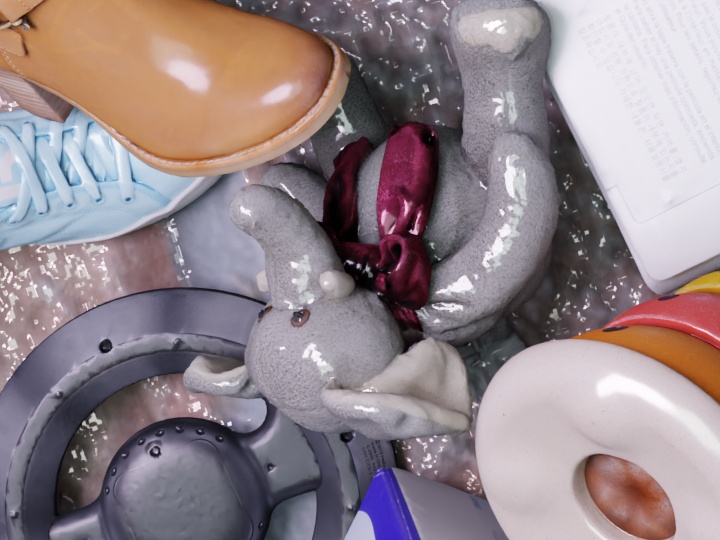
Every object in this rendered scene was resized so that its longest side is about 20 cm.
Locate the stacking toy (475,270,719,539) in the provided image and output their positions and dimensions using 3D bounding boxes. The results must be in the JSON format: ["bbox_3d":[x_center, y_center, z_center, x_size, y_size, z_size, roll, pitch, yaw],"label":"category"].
[{"bbox_3d":[0.154,0.048,1.112,0.146,0.200,0.147,23,135,26],"label":"stacking toy"}]

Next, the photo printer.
[{"bbox_3d":[0.179,-0.105,1.132,0.199,0.069,0.167,-27,92,13],"label":"photo printer"}]

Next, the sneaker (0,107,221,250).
[{"bbox_3d":[-0.155,-0.039,1.202,0.199,0.082,0.074,-16,96,13],"label":"sneaker"}]

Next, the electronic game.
[{"bbox_3d":[-0.080,0.107,1.225,0.199,0.042,0.201,0,97,2],"label":"electronic game"}]

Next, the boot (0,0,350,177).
[{"bbox_3d":[-0.111,-0.119,1.085,0.200,0.155,0.077,18,66,38],"label":"boot"}]

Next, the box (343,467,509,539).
[{"bbox_3d":[0.023,0.215,1.138,0.105,0.184,0.201,23,102,-14],"label":"box"}]

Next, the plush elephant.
[{"bbox_3d":[0.000,0.000,1.128,0.164,0.155,0.201,-1,112,43],"label":"plush elephant"}]
